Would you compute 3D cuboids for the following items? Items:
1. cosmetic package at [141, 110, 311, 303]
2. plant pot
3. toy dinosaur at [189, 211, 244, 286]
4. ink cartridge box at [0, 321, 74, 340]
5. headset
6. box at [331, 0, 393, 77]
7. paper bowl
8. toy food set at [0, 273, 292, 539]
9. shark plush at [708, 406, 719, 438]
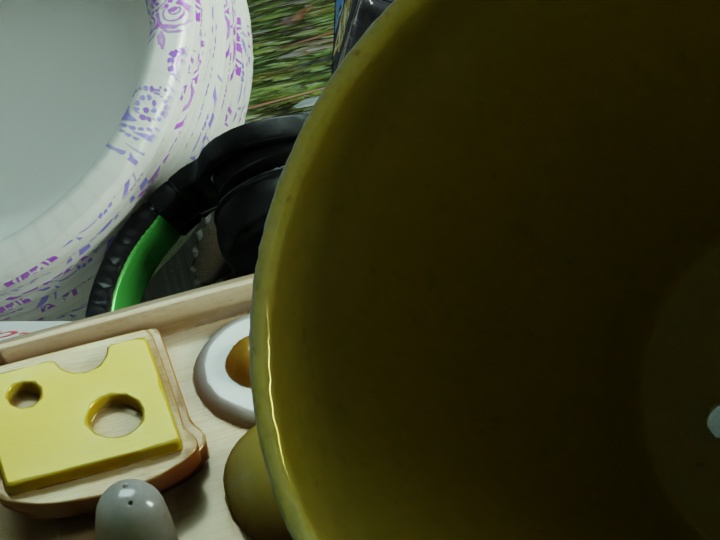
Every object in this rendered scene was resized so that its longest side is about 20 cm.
[{"bbox_3d":[-0.016,-0.010,1.207,0.199,0.107,0.090,-7,11,22],"label":"cosmetic package"},{"bbox_3d":[0.094,0.021,0.717,0.199,0.201,0.142,-9,-14,25],"label":"plant pot"},{"bbox_3d":[0.009,0.004,1.095,0.199,0.103,0.077,-7,11,34],"label":"toy dinosaur"},{"bbox_3d":[-0.191,0.082,0.964,0.200,0.085,0.144,-19,12,-37],"label":"ink cartridge box"},{"bbox_3d":[0.000,0.000,1.032,0.200,0.124,0.094,-38,-26,3],"label":"headset"},{"bbox_3d":[0.088,-0.095,1.173,0.198,0.050,0.200,16,22,-6],"label":"box"},{"bbox_3d":[-0.135,-0.068,1.117,0.200,0.201,0.104,-10,-21,18],"label":"paper bowl"},{"bbox_3d":[-0.038,0.040,0.848,0.199,0.061,0.144,-14,48,-9],"label":"toy food set"},{"bbox_3d":[0.085,0.049,0.857,0.199,0.091,0.083,-6,41,12],"label":"shark plush"}]
